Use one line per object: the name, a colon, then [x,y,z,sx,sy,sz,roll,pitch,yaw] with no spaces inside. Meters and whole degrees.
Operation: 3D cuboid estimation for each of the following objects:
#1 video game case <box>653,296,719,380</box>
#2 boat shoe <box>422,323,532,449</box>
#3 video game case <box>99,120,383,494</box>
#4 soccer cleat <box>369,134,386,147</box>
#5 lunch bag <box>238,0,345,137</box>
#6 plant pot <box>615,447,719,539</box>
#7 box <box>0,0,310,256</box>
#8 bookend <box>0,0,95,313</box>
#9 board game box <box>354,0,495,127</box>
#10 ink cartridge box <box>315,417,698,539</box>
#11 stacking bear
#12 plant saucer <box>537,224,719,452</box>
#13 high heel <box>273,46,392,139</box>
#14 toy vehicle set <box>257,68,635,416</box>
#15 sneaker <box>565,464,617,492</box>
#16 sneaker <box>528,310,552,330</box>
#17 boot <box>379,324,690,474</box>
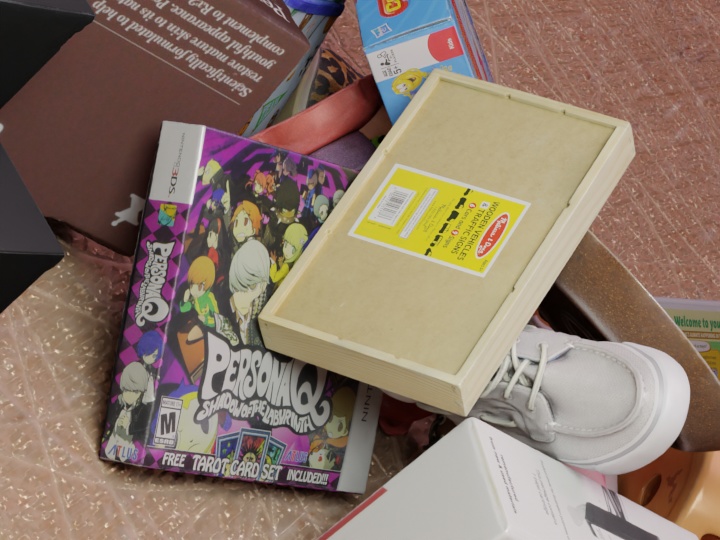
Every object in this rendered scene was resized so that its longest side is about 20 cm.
video game case: [0.255,0.112,1.848,0.200,0.022,0.182,4,78,-57]
boat shoe: [0.068,0.111,1.528,0.068,0.072,0.200,36,49,3]
video game case: [-0.051,0.025,1.402,0.200,0.036,0.182,15,85,-53]
soccer cleat: [0.053,-0.003,1.695,0.200,0.081,0.068,44,25,-15]
lunch bag: [-0.068,-0.149,1.574,0.076,0.160,0.200,34,8,4]
plant pot: [0.236,0.170,1.633,0.140,0.200,0.200,30,28,-15]
box: [-0.163,-0.150,1.413,0.166,0.164,0.200,29,21,-38]
bookend: [-0.197,-0.074,1.235,0.092,0.200,0.199,3,50,-58]
board game box: [0.047,-0.121,1.585,0.196,0.056,0.200,-98,169,-53]
ink cartridge box: [0.085,0.182,1.401,0.200,0.144,0.084,30,31,-37]
stacking bear: [0.000,0.000,1.575,0.200,0.121,0.114,61,-20,1]
plant saucer: [0.143,0.035,1.474,0.200,0.034,0.200,48,-5,5]
high heel: [0.005,-0.087,1.746,0.142,0.071,0.200,37,17,-11]
toy vehicle set: [0.048,-0.020,1.388,0.200,0.124,0.027,-55,150,-30]
sneaker: [0.115,0.139,1.599,0.105,0.075,0.200,45,16,-20]
sneaker: [0.130,0.040,1.668,0.200,0.085,0.073,37,46,-57]
boot: [0.082,0.062,1.385,0.095,0.200,0.074,18,79,-32]
